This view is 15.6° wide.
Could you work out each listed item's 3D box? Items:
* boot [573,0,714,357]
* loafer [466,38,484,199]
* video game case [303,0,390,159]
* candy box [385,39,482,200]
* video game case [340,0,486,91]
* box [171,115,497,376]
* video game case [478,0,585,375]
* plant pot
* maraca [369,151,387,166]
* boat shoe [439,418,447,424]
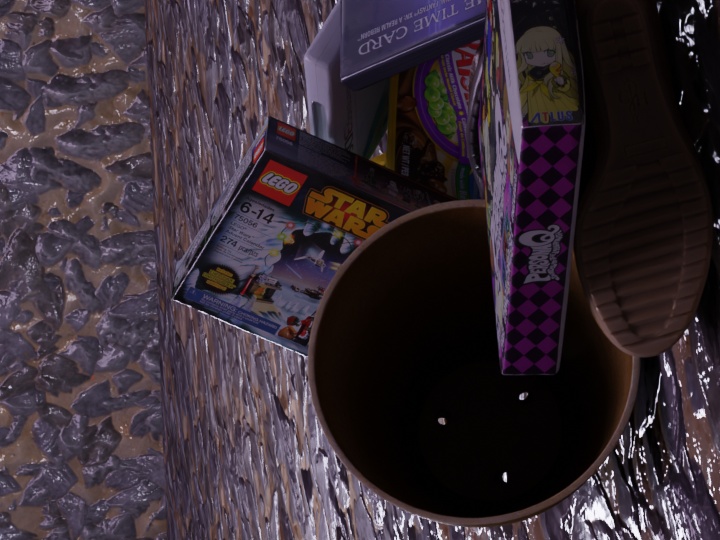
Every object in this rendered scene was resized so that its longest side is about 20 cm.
[{"bbox_3d":[0.141,-0.063,1.405,0.166,0.072,0.200,-85,-11,-82],"label":"boot"},{"bbox_3d":[0.091,-0.079,1.555,0.200,0.073,0.071,89,171,-45],"label":"loafer"},{"bbox_3d":[0.023,-0.161,1.655,0.200,0.022,0.182,-60,-14,-22],"label":"video game case"},{"bbox_3d":[0.068,-0.097,1.615,0.026,0.102,0.200,-77,-8,-49],"label":"candy box"},{"bbox_3d":[0.048,-0.214,1.527,0.019,0.143,0.200,31,-132,-45],"label":"video game case"},{"bbox_3d":[0.000,0.000,1.653,0.137,0.200,0.040,-57,18,34],"label":"box"},{"bbox_3d":[0.086,-0.076,1.358,0.200,0.036,0.181,90,178,-52],"label":"video game case"},{"bbox_3d":[0.071,0.076,1.563,0.200,0.186,0.187,73,-173,-73],"label":"plant pot"},{"bbox_3d":[0.026,-0.029,1.773,0.107,0.137,0.200,37,180,17],"label":"maraca"},{"bbox_3d":[0.080,0.037,1.746,0.066,0.074,0.200,46,144,42],"label":"boat shoe"}]
